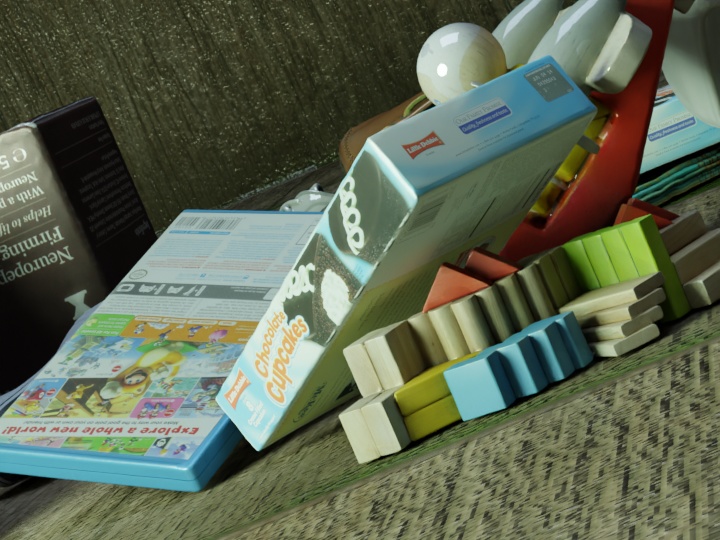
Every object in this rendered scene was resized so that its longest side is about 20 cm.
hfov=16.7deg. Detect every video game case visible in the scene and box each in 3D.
[{"bbox_3d":[-0.086,0.035,1.246,0.143,0.018,0.200,2,39,36],"label":"video game case"}]

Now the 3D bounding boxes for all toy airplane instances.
[{"bbox_3d":[0.100,-0.104,1.209,0.141,0.199,0.200,10,-39,-5],"label":"toy airplane"}]

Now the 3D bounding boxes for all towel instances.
[{"bbox_3d":[0.131,-0.035,1.502,0.200,0.022,0.147,-26,6,-25],"label":"towel"}]

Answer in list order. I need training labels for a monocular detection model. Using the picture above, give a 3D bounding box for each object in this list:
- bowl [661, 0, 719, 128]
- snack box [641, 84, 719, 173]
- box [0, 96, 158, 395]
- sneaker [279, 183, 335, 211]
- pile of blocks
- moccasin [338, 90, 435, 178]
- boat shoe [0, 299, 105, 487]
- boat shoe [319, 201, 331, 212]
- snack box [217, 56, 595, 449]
[{"bbox_3d":[0.249,-0.142,1.319,0.199,0.075,0.200,-6,-30,12],"label":"bowl"},{"bbox_3d":[0.175,-0.086,1.543,0.116,0.037,0.200,-22,4,-4],"label":"snack box"},{"bbox_3d":[-0.233,0.007,1.689,0.166,0.200,0.164,-23,6,11],"label":"box"},{"bbox_3d":[-0.044,-0.010,1.698,0.200,0.081,0.075,-26,7,-10],"label":"sneaker"},{"bbox_3d":[0.077,0.013,1.055,0.200,0.062,0.082,-26,6,-20],"label":"pile of blocks"},{"bbox_3d":[0.080,-0.104,1.566,0.201,0.074,0.078,-22,18,-1],"label":"moccasin"},{"bbox_3d":[-0.155,0.073,1.494,0.071,0.072,0.200,-8,24,39],"label":"boat shoe"},{"bbox_3d":[-0.039,0.002,1.579,0.074,0.063,0.201,-32,-1,-41],"label":"boat shoe"},{"bbox_3d":[0.018,-0.005,1.110,0.116,0.037,0.200,-27,-21,-39],"label":"snack box"}]
